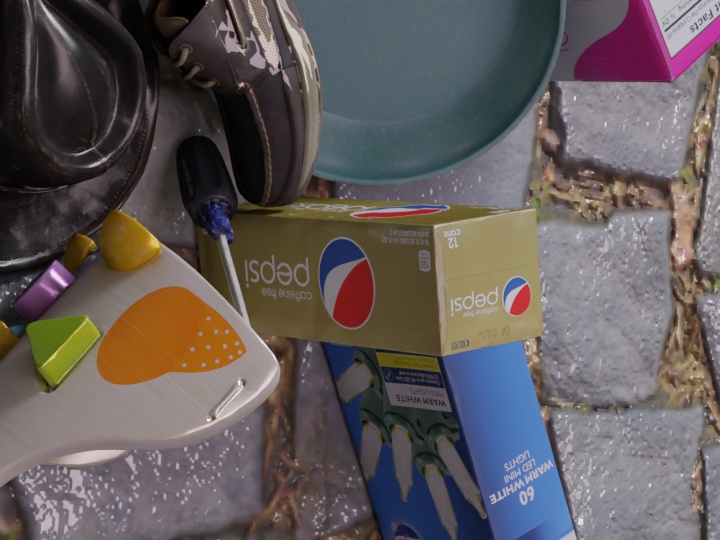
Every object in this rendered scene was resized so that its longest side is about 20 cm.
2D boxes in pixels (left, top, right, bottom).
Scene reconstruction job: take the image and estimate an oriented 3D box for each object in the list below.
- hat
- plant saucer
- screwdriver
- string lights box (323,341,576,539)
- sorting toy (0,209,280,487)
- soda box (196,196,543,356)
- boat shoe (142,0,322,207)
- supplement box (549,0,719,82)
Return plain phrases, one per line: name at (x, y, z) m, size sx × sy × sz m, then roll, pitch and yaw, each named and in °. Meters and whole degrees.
hat at (-0.159, -0.098, 1.157) m, size 0.200 × 0.081 × 0.202 m, roll -2°, pitch 93°, yaw -37°
plant saucer at (0.007, -0.143, 1.254) m, size 0.036 × 0.199 × 0.201 m, roll -78°, pitch 146°, yaw -65°
screwdriver at (-0.062, -0.007, 1.183) m, size 0.029 × 0.200 × 0.028 m, roll -30°, pitch 128°, yaw 2°
string lights box at (0.047, 0.085, 1.315) m, size 0.059 × 0.103 × 0.201 m, roll -27°, pitch 108°, yaw -35°
sorting toy at (-0.156, 0.070, 1.123) m, size 0.180 × 0.200 × 0.107 m, roll -39°, pitch 96°, yaw -18°
soda box at (0.000, 0.000, 1.212) m, size 0.068 × 0.200 × 0.064 m, roll -10°, pitch 99°, yaw -37°
boat shoe at (-0.072, -0.125, 1.199) m, size 0.073 × 0.074 × 0.201 m, roll -17°, pitch 107°, yaw -25°
supplement box at (0.121, -0.206, 1.256) m, size 0.103 × 0.101 × 0.201 m, roll -40°, pitch 119°, yaw -32°
